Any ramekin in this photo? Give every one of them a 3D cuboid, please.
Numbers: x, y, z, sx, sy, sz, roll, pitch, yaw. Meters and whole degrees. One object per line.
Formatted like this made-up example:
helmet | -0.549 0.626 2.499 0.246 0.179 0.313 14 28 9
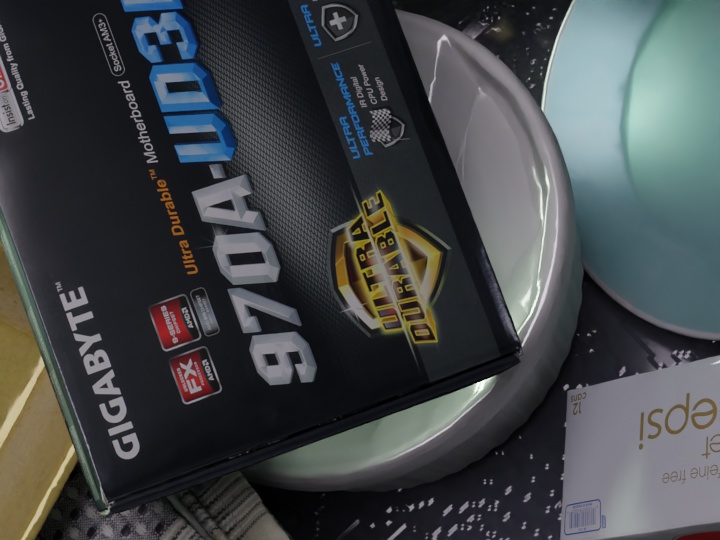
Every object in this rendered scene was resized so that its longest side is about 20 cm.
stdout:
ramekin | 0.000 0.000 0.847 0.202 0.094 0.203 -7 70 20

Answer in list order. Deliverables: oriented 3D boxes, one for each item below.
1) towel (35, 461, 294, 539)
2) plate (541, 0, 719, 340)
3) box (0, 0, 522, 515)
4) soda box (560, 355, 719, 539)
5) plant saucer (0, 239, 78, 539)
towel | -0.134 0.118 0.775 0.200 0.035 0.193 -43 64 -1
plate | 0.161 -0.069 0.833 0.200 0.026 0.200 -10 74 37
box | -0.051 -0.032 0.733 0.159 0.046 0.200 -19 85 -13
soda box | 0.160 0.064 0.736 0.200 0.068 0.064 -18 62 53
plant saucer | -0.210 0.057 0.748 0.200 0.048 0.200 29 84 -5
